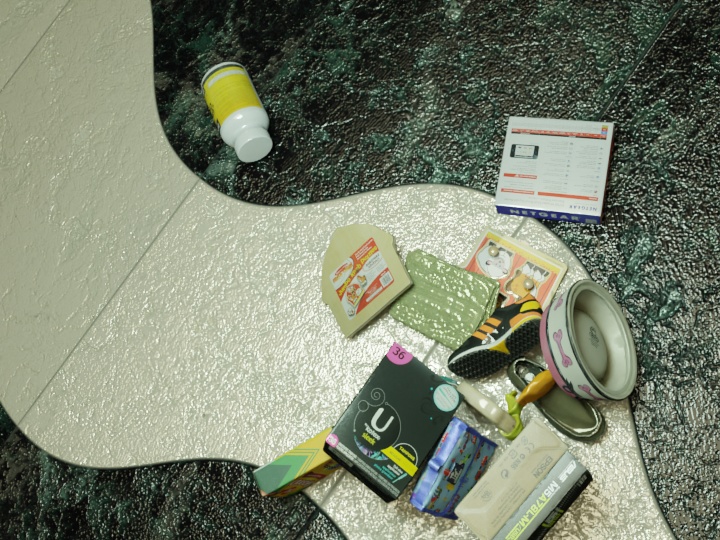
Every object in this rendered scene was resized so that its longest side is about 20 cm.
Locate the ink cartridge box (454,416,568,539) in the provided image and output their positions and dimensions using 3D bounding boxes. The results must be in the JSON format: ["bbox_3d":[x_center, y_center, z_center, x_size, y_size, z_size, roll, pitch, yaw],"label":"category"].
[{"bbox_3d":[0.250,0.341,1.275,0.075,0.165,0.201,41,90,21],"label":"ink cartridge box"}]

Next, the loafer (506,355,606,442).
[{"bbox_3d":[0.330,0.219,1.336,0.198,0.070,0.076,36,87,24],"label":"loafer"}]

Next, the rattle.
[{"bbox_3d":[0.219,0.188,1.342,0.200,0.128,0.146,34,102,61],"label":"rattle"}]

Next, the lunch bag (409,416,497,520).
[{"bbox_3d":[0.141,0.323,1.297,0.093,0.200,0.153,29,85,24],"label":"lunch bag"}]

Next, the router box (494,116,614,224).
[{"bbox_3d":[0.361,-0.189,1.457,0.195,0.049,0.184,8,77,21],"label":"router box"}]

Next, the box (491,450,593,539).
[{"bbox_3d":[0.288,0.380,1.232,0.193,0.200,0.047,-47,64,-1],"label":"box"}]

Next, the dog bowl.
[{"bbox_3d":[0.373,0.122,1.291,0.073,0.197,0.205,-27,64,43],"label":"dog bowl"}]

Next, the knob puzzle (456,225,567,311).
[{"bbox_3d":[0.257,0.038,1.435,0.214,0.030,0.225,-5,73,17],"label":"knob puzzle"}]

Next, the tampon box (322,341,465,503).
[{"bbox_3d":[0.052,0.253,1.290,0.149,0.127,0.201,35,72,6],"label":"tampon box"}]

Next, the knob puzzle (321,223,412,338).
[{"bbox_3d":[0.000,0.000,1.516,0.216,0.030,0.226,-10,74,36],"label":"knob puzzle"}]

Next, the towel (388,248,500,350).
[{"bbox_3d":[0.154,0.058,1.444,0.197,0.036,0.152,22,97,25],"label":"towel"}]

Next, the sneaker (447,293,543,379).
[{"bbox_3d":[0.238,0.115,1.371,0.198,0.070,0.091,-34,32,27],"label":"sneaker"}]

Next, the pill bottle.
[{"bbox_3d":[-0.261,-0.338,1.675,0.110,0.112,0.203,-30,67,8],"label":"pill bottle"}]

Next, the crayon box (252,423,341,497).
[{"bbox_3d":[-0.080,0.341,1.407,0.197,0.127,0.052,-32,67,8],"label":"crayon box"}]
